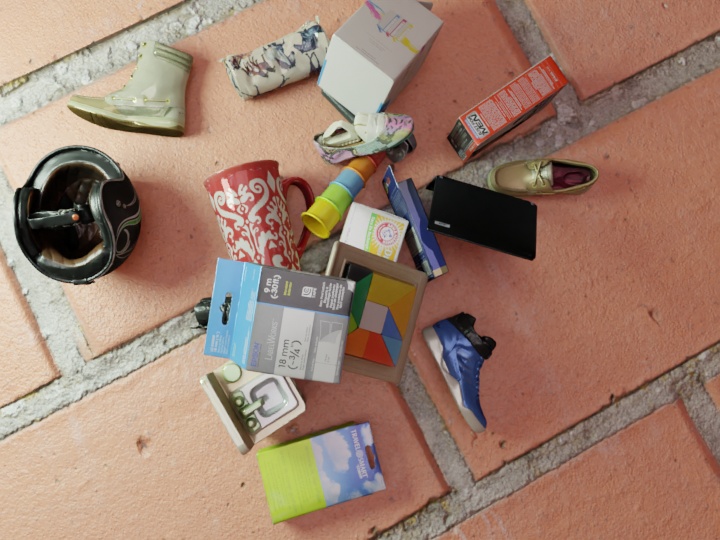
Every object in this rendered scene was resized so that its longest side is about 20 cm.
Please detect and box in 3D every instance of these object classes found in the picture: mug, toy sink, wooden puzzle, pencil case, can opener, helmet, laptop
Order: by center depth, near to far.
[{"bbox_3d":[0.017,0.070,0.949,0.198,0.037,0.188,19,84,-33],"label":"wooden puzzle"},{"bbox_3d":[-0.160,0.190,0.967,0.111,0.200,0.131,-32,86,-5],"label":"toy sink"},{"bbox_3d":[-0.450,-0.092,0.984,0.197,0.191,0.202,-4,120,-7],"label":"helmet"},{"bbox_3d":[0.193,-0.085,1.018,0.175,0.200,0.105,16,89,-2],"label":"laptop"},{"bbox_3d":[-0.155,-0.076,1.031,0.175,0.133,0.203,-16,89,-3],"label":"mug"},{"bbox_3d":[-0.146,-0.374,1.082,0.198,0.078,0.090,-24,105,-5],"label":"pencil case"},{"bbox_3d":[0.018,-0.281,1.107,0.200,0.053,0.067,46,52,2],"label":"can opener"}]

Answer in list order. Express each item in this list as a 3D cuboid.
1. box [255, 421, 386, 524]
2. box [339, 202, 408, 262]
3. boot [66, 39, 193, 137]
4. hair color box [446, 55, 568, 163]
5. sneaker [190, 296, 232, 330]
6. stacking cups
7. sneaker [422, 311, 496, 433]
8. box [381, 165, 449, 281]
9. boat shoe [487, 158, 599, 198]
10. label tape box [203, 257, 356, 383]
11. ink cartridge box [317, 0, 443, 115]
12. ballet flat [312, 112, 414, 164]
[{"bbox_3d":[-0.067,0.339,1.034,0.197,0.048,0.124,-15,86,-5],"label":"box"},{"bbox_3d":[0.000,0.000,1.038,0.100,0.112,0.203,18,83,-4],"label":"box"},{"bbox_3d":[-0.401,-0.327,1.068,0.197,0.072,0.157,8,85,-8],"label":"boot"},{"bbox_3d":[0.258,-0.284,1.082,0.199,0.111,0.064,-34,87,-5],"label":"hair color box"},{"bbox_3d":[-0.220,0.071,0.987,0.103,0.200,0.061,-4,86,-19],"label":"sneaker"},{"bbox_3d":[-0.019,-0.145,1.057,0.060,0.061,0.201,39,68,1],"label":"stacking cups"},{"bbox_3d":[0.197,0.170,1.051,0.110,0.077,0.202,-27,80,4],"label":"sneaker"},{"bbox_3d":[0.091,-0.080,1.047,0.032,0.121,0.202,-22,86,-6],"label":"box"},{"bbox_3d":[0.331,-0.173,1.097,0.197,0.066,0.075,-4,85,-4],"label":"boat shoe"},{"bbox_3d":[-0.115,0.070,0.849,0.197,0.063,0.146,9,92,-6],"label":"label tape box"},{"bbox_3d":[0.040,-0.380,1.048,0.125,0.129,0.201,36,63,-1],"label":"ink cartridge box"},{"bbox_3d":[-0.005,-0.231,1.030,0.071,0.198,0.070,37,57,-40],"label":"ballet flat"}]
